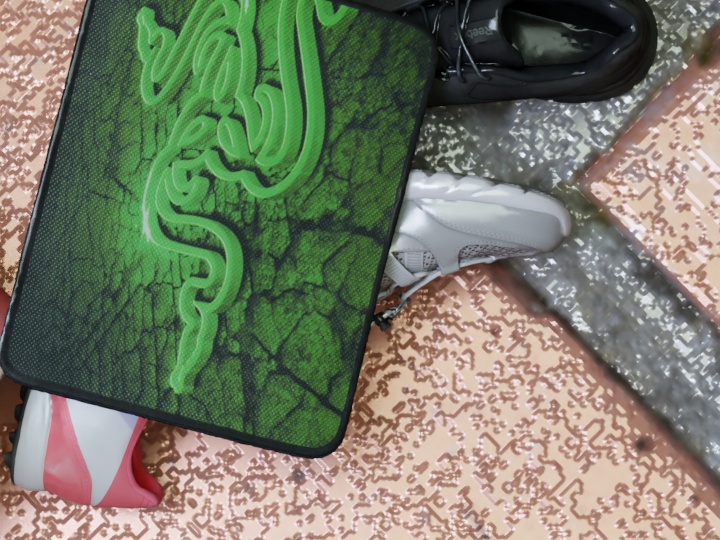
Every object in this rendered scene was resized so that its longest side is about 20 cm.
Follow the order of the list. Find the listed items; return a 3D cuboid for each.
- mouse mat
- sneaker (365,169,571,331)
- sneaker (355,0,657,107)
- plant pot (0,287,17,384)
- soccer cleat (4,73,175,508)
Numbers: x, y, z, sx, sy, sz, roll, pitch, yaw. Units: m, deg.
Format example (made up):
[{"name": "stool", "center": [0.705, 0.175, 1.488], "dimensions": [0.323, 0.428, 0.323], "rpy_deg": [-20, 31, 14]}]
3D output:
[{"name": "mouse mat", "center": [-0.060, -0.031, 1.293], "dimensions": [0.160, 0.008, 0.201], "rpy_deg": [15, 85, -16]}, {"name": "sneaker", "center": [0.000, 0.000, 1.363], "dimensions": [0.199, 0.075, 0.082], "rpy_deg": [-8, 88, 13]}, {"name": "sneaker", "center": [0.037, -0.106, 1.359], "dimensions": [0.199, 0.091, 0.076], "rpy_deg": [-9, 90, 3]}, {"name": "plant pot", "center": [-0.254, 0.037, 1.312], "dimensions": [0.177, 0.200, 0.201], "rpy_deg": [32, 84, -5]}, {"name": "soccer cleat", "center": [-0.101, 0.010, 1.330], "dimensions": [0.073, 0.068, 0.201], "rpy_deg": [16, 103, 1]}]
